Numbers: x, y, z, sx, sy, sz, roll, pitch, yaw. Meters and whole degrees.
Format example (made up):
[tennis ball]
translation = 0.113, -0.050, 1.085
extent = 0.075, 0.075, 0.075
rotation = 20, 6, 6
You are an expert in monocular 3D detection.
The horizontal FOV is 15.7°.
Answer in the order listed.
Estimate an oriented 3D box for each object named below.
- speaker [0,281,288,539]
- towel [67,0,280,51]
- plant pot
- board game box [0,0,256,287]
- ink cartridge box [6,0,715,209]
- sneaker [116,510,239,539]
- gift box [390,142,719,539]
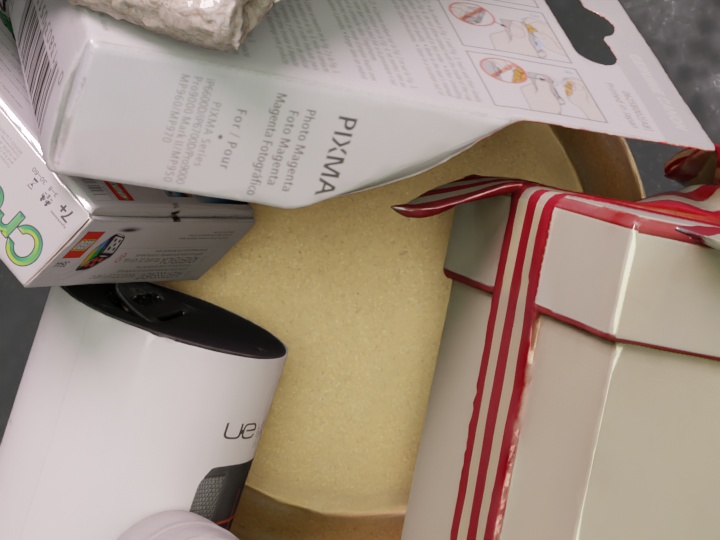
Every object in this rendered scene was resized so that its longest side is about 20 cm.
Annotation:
[speaker]
translation = -0.090, 0.103, 0.836
extent = 0.081, 0.081, 0.201
rotation = 19, 98, 1
[towel]
translation = -0.046, -0.147, 0.772
extent = 0.132, 0.035, 0.200
rotation = 20, 50, 18
[plant pot]
translation = 0.000, 0.000, 0.886
extent = 0.198, 0.027, 0.202
rotation = 0, 87, 1
[board game box]
translation = -0.127, -0.079, 0.821
extent = 0.035, 0.126, 0.200
rotation = -45, 76, 15
[ink cartridge box]
translation = -0.009, -0.074, 0.815
extent = 0.199, 0.163, 0.057
rotation = 13, 119, -23
[sneaker]
translation = -0.005, 0.171, 0.772
extent = 0.073, 0.115, 0.201
rotation = -35, 111, -23
[gift box]
translation = 0.103, 0.056, 0.782
extent = 0.199, 0.184, 0.188
rotation = 12, 93, -21
